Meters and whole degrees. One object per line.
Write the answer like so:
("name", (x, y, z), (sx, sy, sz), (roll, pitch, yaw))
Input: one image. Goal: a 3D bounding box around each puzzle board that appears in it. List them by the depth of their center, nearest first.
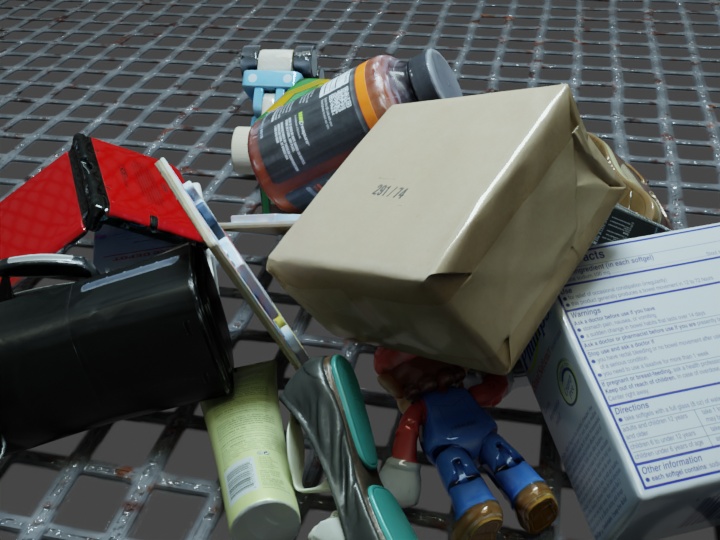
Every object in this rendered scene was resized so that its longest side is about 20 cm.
("puzzle board", (-0.096, 0.009, 0.718), (0.017, 0.200, 0.151), (-35, 41, -6))
("puzzle board", (-0.035, -0.047, 0.848), (0.199, 0.017, 0.150), (0, -1, 37))

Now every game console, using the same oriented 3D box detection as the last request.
("game console", (-0.262, -0.045, 0.850), (0.172, 0.119, 0.200), (17, 20, -30))

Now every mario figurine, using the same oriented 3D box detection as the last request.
("mario figurine", (0.072, 0.127, 0.669), (0.123, 0.106, 0.200), (17, 32, -37))

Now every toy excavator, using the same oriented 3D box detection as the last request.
("toy excavator", (-0.116, -0.206, 1.137), (0.099, 0.201, 0.194), (3, -10, 9))

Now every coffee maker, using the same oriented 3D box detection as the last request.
("coffee maker", (-0.207, 0.074, 0.691), (0.199, 0.135, 0.193), (-15, 52, -2))

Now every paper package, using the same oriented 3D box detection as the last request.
("paper package", (0.059, -0.037, 0.640), (0.200, 0.104, 0.191), (8, 56, 53))

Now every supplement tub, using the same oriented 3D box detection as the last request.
("supplement tub", (-0.003, -0.134, 0.814), (0.199, 0.107, 0.107), (-22, 26, 26))

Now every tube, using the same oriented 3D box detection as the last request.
("tube", (-0.088, 0.134, 0.677), (0.058, 0.052, 0.200), (29, 17, -28))

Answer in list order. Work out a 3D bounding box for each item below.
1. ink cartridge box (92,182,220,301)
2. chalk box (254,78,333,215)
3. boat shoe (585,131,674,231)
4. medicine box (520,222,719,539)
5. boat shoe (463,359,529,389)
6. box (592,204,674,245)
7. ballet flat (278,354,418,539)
("ink cartridge box", (-0.209, -0.011, 0.875), (0.116, 0.068, 0.200), (-9, 33, -9))
("chalk box", (-0.043, -0.130, 0.978), (0.124, 0.124, 0.200), (6, 31, 13))
("boat shoe", (0.291, -0.089, 0.969), (0.072, 0.072, 0.200), (24, 22, -30))
("medicine box", (0.233, 0.078, 0.632), (0.181, 0.103, 0.201), (-10, 54, -10))
("boat shoe", (0.157, 0.059, 0.746), (0.199, 0.068, 0.072), (-2, 34, 3))
("box", (0.180, -0.042, 0.799), (0.200, 0.086, 0.164), (12, 17, -45))
("ballet flat", (-0.008, 0.157, 0.601), (0.068, 0.068, 0.201), (-30, 59, 13))
